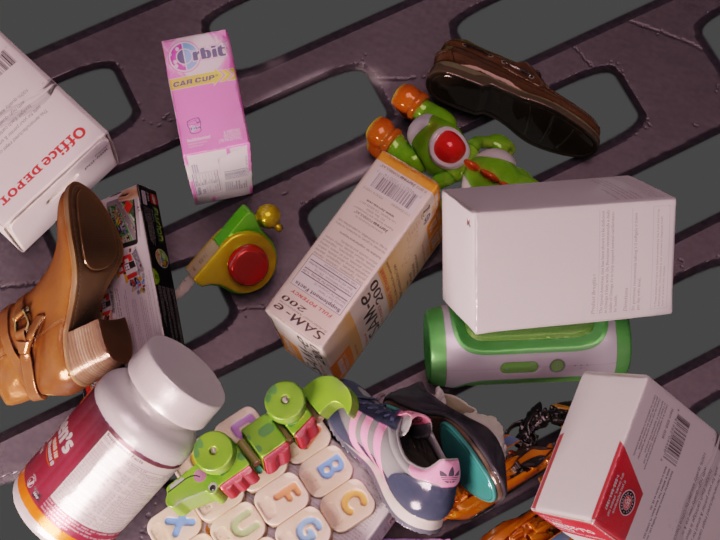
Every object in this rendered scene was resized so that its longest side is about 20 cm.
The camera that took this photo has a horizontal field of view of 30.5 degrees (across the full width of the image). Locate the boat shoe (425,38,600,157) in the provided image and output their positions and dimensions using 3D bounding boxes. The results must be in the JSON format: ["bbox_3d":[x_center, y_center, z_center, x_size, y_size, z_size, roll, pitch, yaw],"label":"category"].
[{"bbox_3d":[0.172,-0.191,1.412,0.199,0.072,0.068,26,58,-2],"label":"boat shoe"}]

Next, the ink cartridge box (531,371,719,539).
[{"bbox_3d":[0.271,0.204,1.225,0.200,0.083,0.145,36,69,-30],"label":"ink cartridge box"}]

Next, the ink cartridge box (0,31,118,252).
[{"bbox_3d":[-0.373,-0.141,1.371,0.200,0.083,0.147,43,76,12],"label":"ink cartridge box"}]

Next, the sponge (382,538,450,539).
[{"bbox_3d":[-0.009,0.312,1.259,0.198,0.030,0.113,1,70,-1],"label":"sponge"}]

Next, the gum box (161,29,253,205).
[{"bbox_3d":[-0.151,-0.147,1.324,0.065,0.200,0.115,-11,80,-6],"label":"gum box"}]

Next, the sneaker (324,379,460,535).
[{"bbox_3d":[0.032,0.151,1.237,0.070,0.083,0.200,2,33,-39],"label":"sneaker"}]

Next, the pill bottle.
[{"bbox_3d":[-0.222,0.162,1.222,0.110,0.109,0.200,45,104,12],"label":"pill bottle"}]

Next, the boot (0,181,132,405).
[{"bbox_3d":[-0.306,0.027,1.302,0.154,0.076,0.202,-21,78,28],"label":"boot"}]

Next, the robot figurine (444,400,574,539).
[{"bbox_3d":[0.175,0.211,1.279,0.199,0.058,0.146,-29,75,-15],"label":"robot figurine"}]

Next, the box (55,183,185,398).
[{"bbox_3d":[-0.240,0.026,1.319,0.109,0.035,0.202,-21,71,23],"label":"box"}]

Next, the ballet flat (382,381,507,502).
[{"bbox_3d":[0.093,0.154,1.252,0.073,0.200,0.074,-10,110,-29],"label":"ballet flat"}]

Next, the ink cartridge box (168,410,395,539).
[{"bbox_3d":[-0.075,0.249,1.253,0.162,0.050,0.201,32,74,21],"label":"ink cartridge box"}]

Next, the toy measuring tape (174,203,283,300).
[{"bbox_3d":[-0.145,0.016,1.345,0.073,0.074,0.200,41,91,11],"label":"toy measuring tape"}]

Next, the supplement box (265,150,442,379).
[{"bbox_3d":[0.000,0.000,1.305,0.073,0.126,0.201,32,77,17],"label":"supplement box"}]

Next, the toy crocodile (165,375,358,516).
[{"bbox_3d":[-0.092,0.163,1.217,0.199,0.068,0.062,-35,64,-11],"label":"toy crocodile"}]

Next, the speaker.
[{"bbox_3d":[0.165,0.072,1.317,0.198,0.089,0.089,-2,71,-3],"label":"speaker"}]

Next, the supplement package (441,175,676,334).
[{"bbox_3d":[0.187,-0.019,1.266,0.198,0.117,0.118,-4,106,-11],"label":"supplement package"}]

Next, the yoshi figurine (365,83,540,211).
[{"bbox_3d":[0.109,-0.106,1.385,0.199,0.113,0.112,35,38,22],"label":"yoshi figurine"}]

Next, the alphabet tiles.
[{"bbox_3d":[-0.093,0.228,1.231,0.195,0.015,0.201,-32,63,-10],"label":"alphabet tiles"}]
